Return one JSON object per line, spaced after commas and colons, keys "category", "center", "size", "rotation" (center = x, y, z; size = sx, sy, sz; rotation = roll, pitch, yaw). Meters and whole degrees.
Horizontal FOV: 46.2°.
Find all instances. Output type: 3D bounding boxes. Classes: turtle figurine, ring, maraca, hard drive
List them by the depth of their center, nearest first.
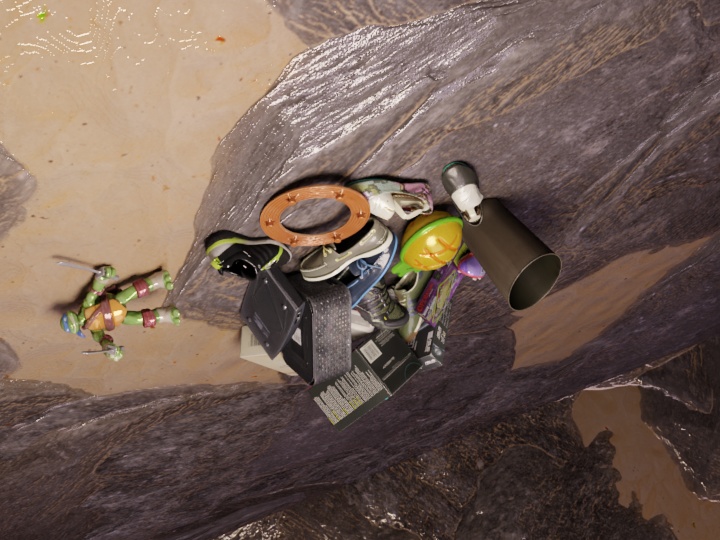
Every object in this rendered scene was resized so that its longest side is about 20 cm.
{"category": "turtle figurine", "center": [-0.404, 0.069, 1.430], "size": [0.192, 0.145, 0.200], "rotation": [-16, 158, -26]}
{"category": "ring", "center": [-0.079, -0.090, 1.498], "size": [0.198, 0.019, 0.201], "rotation": [-6, 153, -3]}
{"category": "hard drive", "center": [-0.174, 0.079, 1.674], "size": [0.042, 0.135, 0.201], "rotation": [-27, 159, -34]}
{"category": "maraca", "center": [0.136, -0.048, 1.726], "size": [0.136, 0.108, 0.200], "rotation": [-10, 152, -29]}

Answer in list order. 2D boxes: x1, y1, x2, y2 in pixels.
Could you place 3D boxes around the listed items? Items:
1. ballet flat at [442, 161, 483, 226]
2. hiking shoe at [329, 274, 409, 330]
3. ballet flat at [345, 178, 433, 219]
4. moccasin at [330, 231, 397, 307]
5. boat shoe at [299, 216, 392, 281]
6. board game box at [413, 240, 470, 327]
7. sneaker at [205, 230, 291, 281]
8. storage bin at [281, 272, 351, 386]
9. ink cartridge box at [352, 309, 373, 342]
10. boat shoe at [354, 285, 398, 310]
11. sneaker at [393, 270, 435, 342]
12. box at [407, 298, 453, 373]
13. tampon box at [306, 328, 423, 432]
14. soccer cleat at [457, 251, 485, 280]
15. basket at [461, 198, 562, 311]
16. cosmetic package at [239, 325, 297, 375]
{"category": "ballet flat", "center": [0.211, -0.143, 1.653], "size": [0.067, 0.069, 0.200], "rotation": [-27, 155, 9]}
{"category": "hiking shoe", "center": [0.034, 0.058, 1.814], "size": [0.198, 0.076, 0.101], "rotation": [25, 127, -22]}
{"category": "ballet flat", "center": [0.061, -0.127, 1.546], "size": [0.198, 0.072, 0.069], "rotation": [-2, 149, -39]}
{"category": "moccasin", "center": [0.000, 0.000, 1.708], "size": [0.068, 0.081, 0.201], "rotation": [23, 112, -29]}
{"category": "boat shoe", "center": [-0.038, -0.044, 1.628], "size": [0.200, 0.073, 0.060], "rotation": [-25, 135, 19]}
{"category": "board game box", "center": [0.191, 0.022, 1.882], "size": [0.201, 0.032, 0.120], "rotation": [-60, 151, -6]}
{"category": "sneaker", "center": [-0.199, -0.012, 1.524], "size": [0.199, 0.084, 0.072], "rotation": [7, 142, -48]}
{"category": "storage bin", "center": [-0.093, 0.112, 1.706], "size": [0.093, 0.135, 0.202], "rotation": [-16, 121, -32]}
{"category": "ink cartridge box", "center": [-0.083, 0.126, 1.908], "size": [0.159, 0.051, 0.200], "rotation": [15, 159, -24]}
{"category": "boat shoe", "center": [0.059, 0.066, 1.947], "size": [0.198, 0.071, 0.071], "rotation": [1, 117, -34]}
{"category": "sneaker", "center": [0.105, 0.061, 1.900], "size": [0.089, 0.067, 0.202], "rotation": [15, 104, -34]}
{"category": "box", "center": [0.132, 0.154, 1.987], "size": [0.159, 0.201, 0.044], "rotation": [-23, 125, 36]}
{"category": "tampon box", "center": [0.008, 0.238, 1.883], "size": [0.200, 0.127, 0.150], "rotation": [-41, 176, 39]}
{"category": "soccer cleat", "center": [0.271, -0.036, 1.871], "size": [0.199, 0.066, 0.077], "rotation": [-25, 138, -58]}
{"category": "basket", "center": [0.303, -0.044, 1.752], "size": [0.135, 0.201, 0.181], "rotation": [-31, 149, -8]}
{"category": "cosmetic package", "center": [-0.169, 0.177, 1.880], "size": [0.102, 0.074, 0.200], "rotation": [-9, 157, 30]}
